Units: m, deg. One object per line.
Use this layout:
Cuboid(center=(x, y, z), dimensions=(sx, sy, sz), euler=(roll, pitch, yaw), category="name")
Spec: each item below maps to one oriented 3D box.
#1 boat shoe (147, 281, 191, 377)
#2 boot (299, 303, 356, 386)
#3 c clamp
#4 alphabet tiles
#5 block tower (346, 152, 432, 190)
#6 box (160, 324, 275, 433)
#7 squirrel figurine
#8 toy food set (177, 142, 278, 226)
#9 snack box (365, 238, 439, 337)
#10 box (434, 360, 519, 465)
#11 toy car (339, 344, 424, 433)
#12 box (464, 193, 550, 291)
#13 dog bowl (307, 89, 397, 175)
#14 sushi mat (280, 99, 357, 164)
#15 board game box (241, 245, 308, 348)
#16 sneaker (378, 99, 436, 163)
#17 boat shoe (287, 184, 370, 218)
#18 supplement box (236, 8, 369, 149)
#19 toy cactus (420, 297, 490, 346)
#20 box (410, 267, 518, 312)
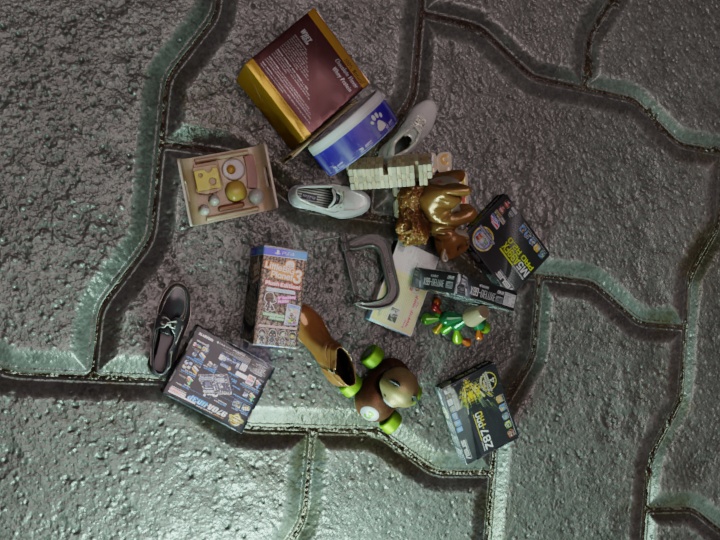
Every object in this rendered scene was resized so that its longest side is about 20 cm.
Cuboid(center=(-0.399, 0.125, 1.484), dimensions=(0.071, 0.063, 0.204), euler=(16, 85, -18), category="boat shoe")
Cuboid(center=(-0.080, 0.165, 1.545), dimensions=(0.076, 0.155, 0.203), euler=(-24, 97, -16), category="boot")
Cuboid(center=(0.000, 0.000, 1.626), dimensions=(0.168, 0.027, 0.204), euler=(-18, 84, -11), category="c clamp")
Cuboid(center=(0.170, -0.181, 1.693), dimensions=(0.196, 0.015, 0.200), euler=(-6, 99, -18), category="alphabet tiles")
Cuboid(center=(0.064, -0.224, 1.599), dimensions=(0.195, 0.058, 0.055), euler=(-3, 127, 7), category="block tower")
Cuboid(center=(-0.305, 0.234, 1.525), dimensions=(0.198, 0.046, 0.161), euler=(30, 81, -17), category="box")
Cuboid(center=(0.173, -0.115, 1.645), dimensions=(0.195, 0.142, 0.190), euler=(-8, 115, -4), category="squirrel figurine")
Cuboid(center=(-0.286, -0.186, 1.525), dimensions=(0.196, 0.060, 0.147), euler=(-13, 94, -19), category="toy food set")
Cuboid(center=(0.099, 0.041, 1.669), dimensions=(0.114, 0.037, 0.204), euler=(23, 82, -16), category="snack box")
Cuboid(center=(0.285, 0.345, 1.727), dimensions=(0.158, 0.049, 0.204), euler=(-21, 97, -15), category="box")
Cuboid(center=(0.072, 0.275, 1.573), dimensions=(0.164, 0.200, 0.158), euler=(43, 77, -13), category="toy car")
Cuboid(center=(0.357, -0.061, 1.754), dimensions=(0.160, 0.044, 0.201), euler=(-43, 102, -15), category="box")
Cuboid(center=(-0.017, -0.300, 1.544), dimensions=(0.200, 0.200, 0.079), euler=(-43, 104, -14), category="dog bowl")
Cuboid(center=(-0.093, -0.309, 1.573), dimensions=(0.200, 0.095, 0.012), euler=(-43, 103, -14), category="sushi mat")
Cuboid(center=(-0.185, 0.055, 1.507), dimensions=(0.095, 0.159, 0.205), euler=(7, 87, -18), category="board game box")
Cuboid(center=(0.123, -0.322, 1.657), dimensions=(0.070, 0.080, 0.201), euler=(40, 77, -12), category="sneaker")
Cuboid(center=(-0.064, -0.157, 1.597), dimensions=(0.196, 0.067, 0.075), euler=(0, 90, -19), category="boat shoe")
Cuboid(center=(-0.127, -0.413, 1.542), dimensions=(0.200, 0.132, 0.198), euler=(-43, 102, -14), category="supplement box")
Cuboid(center=(0.244, 0.111, 1.660), dimensions=(0.197, 0.164, 0.104), euler=(21, 63, -22), category="toy cactus")
Cuboid(center=(0.239, 0.044, 1.629), dimensions=(0.197, 0.157, 0.051), euler=(16, 86, -33), category="box")
